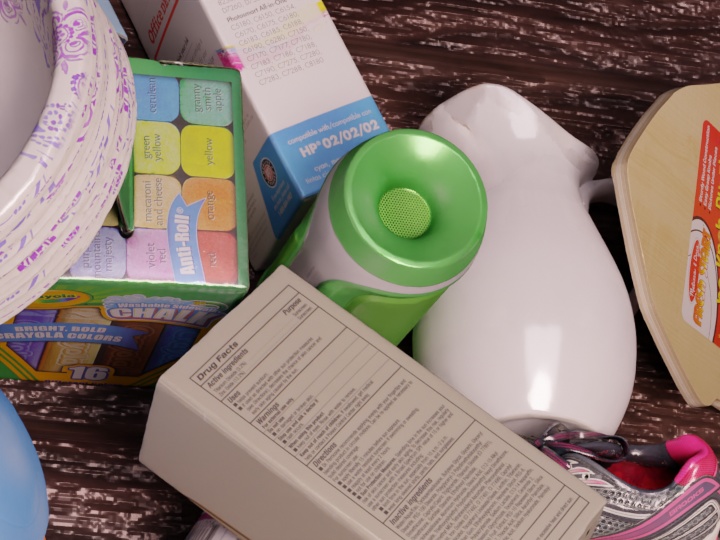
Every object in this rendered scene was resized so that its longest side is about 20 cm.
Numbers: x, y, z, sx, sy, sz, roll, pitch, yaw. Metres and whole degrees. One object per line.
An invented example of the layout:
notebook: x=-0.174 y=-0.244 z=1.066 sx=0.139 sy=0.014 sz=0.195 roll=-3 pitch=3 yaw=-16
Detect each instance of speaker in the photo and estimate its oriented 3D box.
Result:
speaker: x=0.000 y=0.000 z=1.127 sx=0.088 sy=0.200 sz=0.089 roll=6 pitch=68 yaw=-15

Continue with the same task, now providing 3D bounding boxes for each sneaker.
sneaker: x=0.086 y=0.115 z=1.119 sx=0.199 sy=0.075 sz=0.081 roll=0 pitch=33 yaw=-4

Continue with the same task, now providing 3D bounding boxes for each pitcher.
pitcher: x=0.110 y=0.016 z=1.211 sx=0.171 sy=0.121 sz=0.201 roll=18 pitch=54 yaw=-26

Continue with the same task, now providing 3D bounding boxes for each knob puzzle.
knob puzzle: x=0.192 y=-0.016 z=1.240 sx=0.219 sy=0.030 sz=0.221 roll=13 pitch=73 yaw=-51

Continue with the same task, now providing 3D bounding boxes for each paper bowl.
paper bowl: x=-0.195 y=-0.057 z=0.972 sx=0.200 sy=0.104 sz=0.202 roll=-7 pitch=62 yaw=13

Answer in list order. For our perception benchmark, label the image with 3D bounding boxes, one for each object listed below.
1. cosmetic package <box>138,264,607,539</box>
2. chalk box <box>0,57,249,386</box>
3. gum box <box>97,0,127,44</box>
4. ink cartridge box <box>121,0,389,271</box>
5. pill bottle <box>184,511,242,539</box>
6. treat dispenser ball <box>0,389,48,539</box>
cosmetic package: x=0.004 y=0.100 z=1.040 sx=0.200 sy=0.073 sz=0.104 roll=36 pitch=51 yaw=15
chalk box: x=-0.126 y=-0.030 z=1.100 sx=0.123 sy=0.200 sz=0.126 roll=3 pitch=69 yaw=-15
gum box: x=-0.223 y=-0.193 z=1.125 sx=0.170 sy=0.045 sz=0.200 roll=25 pitch=26 yaw=-41
ink cartridge box: x=-0.062 y=-0.115 z=1.198 sx=0.068 sy=0.115 sz=0.201 roll=-23 pitch=78 yaw=-23
pill bottle: x=-0.076 y=0.222 z=1.068 sx=0.113 sy=0.113 sz=0.200 roll=34 pitch=65 yaw=-2
treat dispenser ball: x=-0.244 y=0.119 z=1.008 sx=0.200 sy=0.201 sz=0.202 roll=6 pitch=68 yaw=-15
